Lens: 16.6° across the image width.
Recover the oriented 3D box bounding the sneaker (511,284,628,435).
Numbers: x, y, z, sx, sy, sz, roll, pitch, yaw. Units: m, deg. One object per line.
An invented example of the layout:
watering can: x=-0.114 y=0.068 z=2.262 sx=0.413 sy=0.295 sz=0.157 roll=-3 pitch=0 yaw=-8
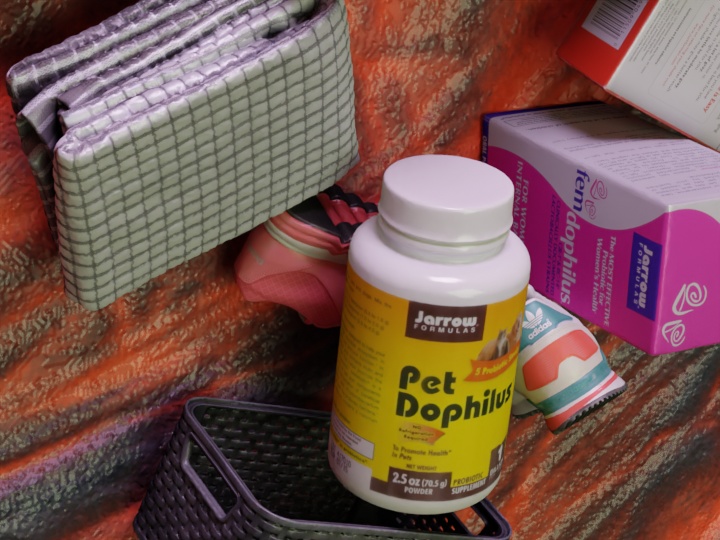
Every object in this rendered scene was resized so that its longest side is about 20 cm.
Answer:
sneaker: x=0.111 y=0.044 z=1.582 sx=0.070 sy=0.200 sz=0.094 roll=-33 pitch=97 yaw=-3

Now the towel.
towel: x=-0.101 y=-0.083 z=1.406 sx=0.200 sy=0.086 sz=0.166 roll=-30 pitch=151 yaw=-17

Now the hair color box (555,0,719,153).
hair color box: x=0.230 y=-0.135 z=1.592 sx=0.200 sy=0.061 sz=0.102 roll=24 pitch=101 yaw=-40

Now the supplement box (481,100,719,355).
supplement box: x=0.169 y=-0.031 z=1.565 sx=0.103 sy=0.200 sz=0.102 roll=-9 pitch=113 yaw=-32

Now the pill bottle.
pill bottle: x=0.042 y=0.037 z=1.472 sx=0.109 sy=0.109 sz=0.201 roll=-11 pitch=121 yaw=-31

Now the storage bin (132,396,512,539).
storage bin: x=-0.024 y=0.161 z=1.540 sx=0.199 sy=0.135 sz=0.094 roll=10 pitch=114 yaw=-37

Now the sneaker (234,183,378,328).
sneaker: x=0.000 y=0.000 z=1.559 sx=0.200 sy=0.074 sz=0.087 roll=16 pitch=123 yaw=-41
